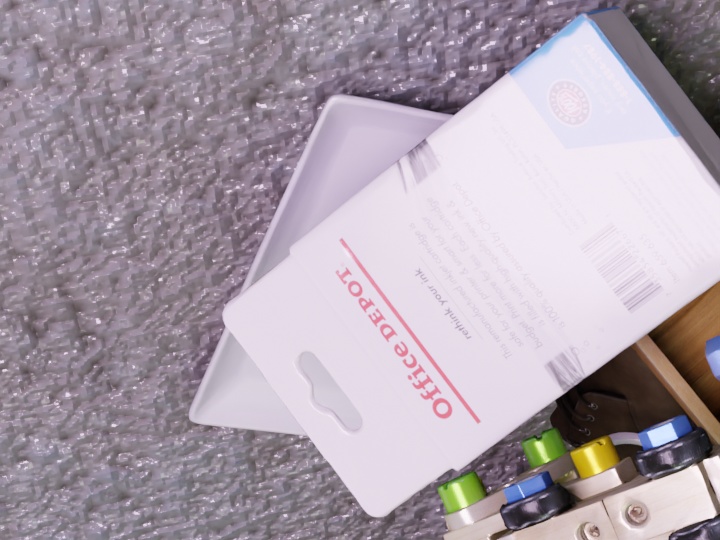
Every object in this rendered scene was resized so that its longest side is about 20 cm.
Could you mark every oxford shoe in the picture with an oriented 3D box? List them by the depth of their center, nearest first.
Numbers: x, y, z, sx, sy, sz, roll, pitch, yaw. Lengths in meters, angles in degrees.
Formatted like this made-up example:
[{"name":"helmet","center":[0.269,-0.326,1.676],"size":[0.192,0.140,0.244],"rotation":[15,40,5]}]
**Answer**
[{"name":"oxford shoe","center":[0.125,0.055,1.047],"size":[0.084,0.073,0.200],"rotation":[-20,134,12]}]

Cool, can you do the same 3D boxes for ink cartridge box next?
[{"name":"ink cartridge box","center":[0.056,-0.002,0.906],"size":[0.200,0.067,0.116],"rotation":[-37,88,20]}]

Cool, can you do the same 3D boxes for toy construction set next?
[{"name":"toy construction set","center":[0.114,0.085,0.903],"size":[0.200,0.092,0.131],"rotation":[-40,170,24]}]

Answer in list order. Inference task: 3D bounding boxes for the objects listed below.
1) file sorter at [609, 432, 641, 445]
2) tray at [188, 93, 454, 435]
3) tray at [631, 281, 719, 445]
[{"name":"file sorter","center":[0.131,0.194,1.023],"size":[0.139,0.200,0.125],"rotation":[25,149,-12]},{"name":"tray","center":[0.000,0.000,0.995],"size":[0.107,0.022,0.200],"rotation":[9,131,-21]},{"name":"tray","center":[0.206,-0.018,0.966],"size":[0.200,0.037,0.099],"rotation":[-41,118,1]}]
